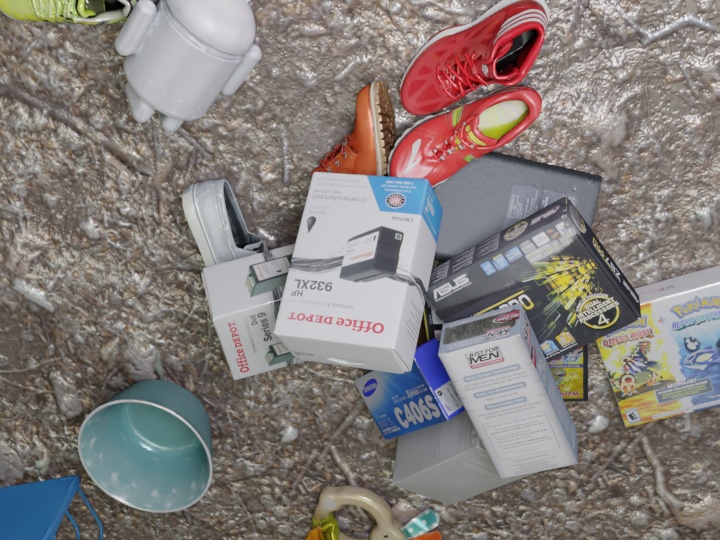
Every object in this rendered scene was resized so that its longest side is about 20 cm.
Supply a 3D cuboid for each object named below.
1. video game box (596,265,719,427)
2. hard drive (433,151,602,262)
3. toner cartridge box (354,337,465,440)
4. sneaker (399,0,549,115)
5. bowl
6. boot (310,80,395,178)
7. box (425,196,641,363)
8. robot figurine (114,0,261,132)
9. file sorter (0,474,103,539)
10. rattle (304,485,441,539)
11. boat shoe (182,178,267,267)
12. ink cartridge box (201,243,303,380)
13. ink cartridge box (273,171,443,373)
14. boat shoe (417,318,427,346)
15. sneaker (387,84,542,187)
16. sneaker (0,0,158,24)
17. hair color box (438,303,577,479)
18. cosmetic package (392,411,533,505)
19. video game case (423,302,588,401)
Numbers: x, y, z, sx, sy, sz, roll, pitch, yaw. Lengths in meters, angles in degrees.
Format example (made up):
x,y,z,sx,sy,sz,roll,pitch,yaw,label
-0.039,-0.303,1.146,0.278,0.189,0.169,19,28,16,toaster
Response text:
x,y,z,sx,sy,sz,roll,pitch,yaw,label
0.409,0.098,1.285,0.198,0.047,0.184,-17,113,18,video game box
0.176,-0.065,1.203,0.197,0.033,0.142,13,91,2,hard drive
0.063,0.157,1.299,0.096,0.043,0.200,62,154,5,toner cartridge box
0.118,-0.227,1.108,0.199,0.116,0.078,-37,108,26,sneaker
-0.295,0.239,1.452,0.198,0.105,0.203,4,119,7,bowl
-0.010,-0.134,1.212,0.106,0.075,0.202,9,122,11,boot
0.193,0.028,1.144,0.199,0.049,0.162,-29,112,28,box
-0.195,-0.254,1.150,0.168,0.114,0.200,10,131,-43,robot figurine
-0.527,0.428,1.584,0.197,0.139,0.124,-12,121,16,file sorter
0.017,0.404,1.477,0.198,0.143,0.132,21,103,5,rattle
-0.160,-0.025,1.299,0.071,0.070,0.203,-14,115,19,boat shoe
-0.086,0.045,1.258,0.197,0.085,0.147,-15,143,-5,ink cartridge box
0.000,0.000,1.128,0.143,0.202,0.084,6,159,19,ink cartridge box
0.134,0.040,1.281,0.075,0.074,0.200,38,118,-14,boat shoe
0.117,-0.155,1.143,0.199,0.085,0.078,-32,98,4,sneaker
-0.334,-0.320,1.158,0.197,0.077,0.076,-3,121,13,sneaker
0.173,0.143,1.161,0.098,0.061,0.201,-16,120,21,hair color box
0.139,0.241,1.340,0.106,0.091,0.199,25,147,-24,cosmetic package
0.181,0.092,1.246,0.197,0.026,0.182,-1,129,12,video game case
